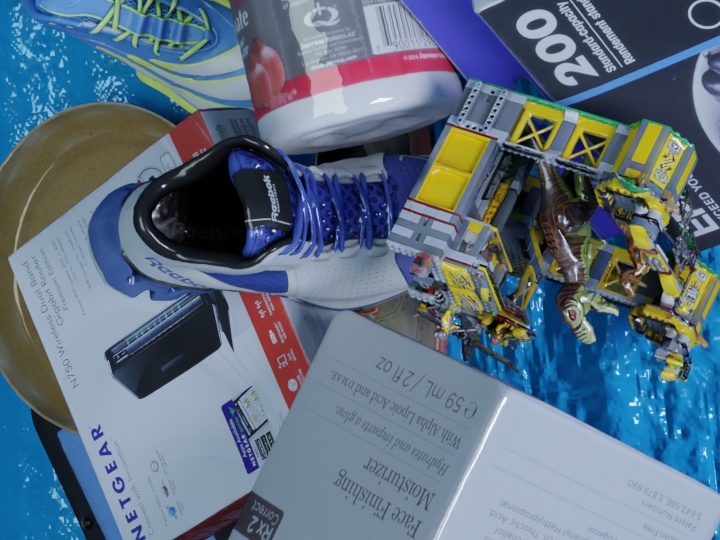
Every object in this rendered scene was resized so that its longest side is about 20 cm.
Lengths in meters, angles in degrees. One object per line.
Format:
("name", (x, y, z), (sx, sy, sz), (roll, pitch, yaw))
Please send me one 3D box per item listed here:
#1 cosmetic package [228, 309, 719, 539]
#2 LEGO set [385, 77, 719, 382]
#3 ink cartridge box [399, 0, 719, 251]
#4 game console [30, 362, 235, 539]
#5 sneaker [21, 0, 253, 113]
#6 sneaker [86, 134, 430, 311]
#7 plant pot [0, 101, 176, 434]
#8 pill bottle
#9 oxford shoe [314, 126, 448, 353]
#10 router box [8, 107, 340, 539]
("cosmetic package", (0.045, 0.155, 1.239), (0.165, 0.164, 0.201), (22, 86, 57))
("LEGO set", (0.095, 0.005, 1.213), (0.153, 0.200, 0.116), (22, 70, 16))
("ink cartridge box", (0.149, -0.092, 1.203), (0.199, 0.044, 0.198), (-20, 128, 34))
("game console", (-0.106, 0.118, 1.477), (0.176, 0.031, 0.201), (-33, 79, 33))
("sneaker", (-0.132, -0.140, 1.413), (0.200, 0.105, 0.076), (34, 114, 25))
("sneaker", (-0.035, -0.023, 1.251), (0.115, 0.198, 0.081), (153, 113, -74))
("plant pot", (-0.148, 0.000, 1.466), (0.199, 0.027, 0.202), (1, 91, 30))
("pill bottle", (-0.019, -0.169, 1.275), (0.110, 0.110, 0.201), (-16, 84, 34))
("oxford shoe", (0.000, 0.000, 1.363), (0.070, 0.075, 0.202), (-4, 94, 34))
("router box", (-0.095, 0.039, 1.377), (0.179, 0.049, 0.201), (-34, 74, 35))
